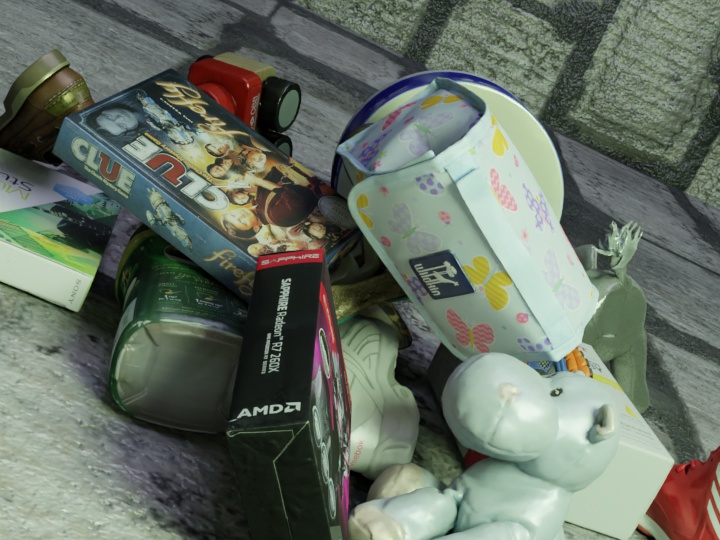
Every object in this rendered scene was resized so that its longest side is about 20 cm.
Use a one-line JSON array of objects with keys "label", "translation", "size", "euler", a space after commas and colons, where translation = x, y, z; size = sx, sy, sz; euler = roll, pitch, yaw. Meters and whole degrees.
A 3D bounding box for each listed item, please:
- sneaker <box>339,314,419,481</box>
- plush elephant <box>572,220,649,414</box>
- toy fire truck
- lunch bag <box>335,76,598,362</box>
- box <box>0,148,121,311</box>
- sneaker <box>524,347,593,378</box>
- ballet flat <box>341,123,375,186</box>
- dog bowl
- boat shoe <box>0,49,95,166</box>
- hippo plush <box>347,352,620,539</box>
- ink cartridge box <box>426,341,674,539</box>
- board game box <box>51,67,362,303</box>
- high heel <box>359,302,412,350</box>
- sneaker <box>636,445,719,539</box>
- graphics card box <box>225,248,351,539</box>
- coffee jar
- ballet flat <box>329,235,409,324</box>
[{"label": "sneaker", "translation": [-0.021, 0.080, 0.974], "size": [0.099, 0.078, 0.200], "euler": [16, 18, -18]}, {"label": "plush elephant", "translation": [0.200, 0.037, 1.306], "size": [0.164, 0.201, 0.155], "euler": [4, 9, -37]}, {"label": "toy fire truck", "translation": [-0.133, -0.076, 1.099], "size": [0.128, 0.177, 0.200], "euler": [21, 27, 20]}, {"label": "lunch bag", "translation": [0.074, -0.032, 0.917], "size": [0.170, 0.127, 0.200], "euler": [56, -1, -19]}, {"label": "box", "translation": [-0.271, -0.042, 1.029], "size": [0.144, 0.036, 0.200], "euler": [23, 18, -12]}, {"label": "sneaker", "translation": [0.112, 0.062, 0.978], "size": [0.078, 0.076, 0.200], "euler": [-5, 23, -9]}, {"label": "ballet flat", "translation": [0.063, -0.052, 1.052], "size": [0.200, 0.068, 0.068], "euler": [35, 5, -16]}, {"label": "dog bowl", "translation": [0.074, -0.071, 1.127], "size": [0.199, 0.201, 0.079], "euler": [24, 12, -8]}, {"label": "boat shoe", "translation": [-0.273, -0.120, 1.118], "size": [0.068, 0.072, 0.200], "euler": [48, -20, -5]}, {"label": "hippo plush", "translation": [0.105, 0.144, 0.820], "size": [0.199, 0.161, 0.159], "euler": [23, 17, -12]}, {"label": "ink cartridge box", "translation": [0.152, 0.120, 1.091], "size": [0.145, 0.084, 0.200], "euler": [20, 19, -18]}, {"label": "board game box", "translation": [-0.105, -0.061, 0.944], "size": [0.200, 0.035, 0.135], "euler": [37, 35, 8]}, {"label": "high heel", "translation": [0.010, 0.021, 1.188], "size": [0.142, 0.072, 0.200], "euler": [-2, 23, -46]}, {"label": "sneaker", "translation": [0.275, 0.173, 1.062], "size": [0.078, 0.116, 0.200], "euler": [17, 20, -29]}, {"label": "graphics card box", "translation": [-0.038, 0.087, 0.787], "size": [0.051, 0.126, 0.200], "euler": [-6, 28, 6]}, {"label": "coffee jar", "translation": [-0.126, 0.033, 0.934], "size": [0.104, 0.086, 0.200], "euler": [14, 20, -14]}, {"label": "ballet flat", "translation": [0.000, 0.000, 1.026], "size": [0.200, 0.066, 0.070], "euler": [-21, 23, -36]}]
